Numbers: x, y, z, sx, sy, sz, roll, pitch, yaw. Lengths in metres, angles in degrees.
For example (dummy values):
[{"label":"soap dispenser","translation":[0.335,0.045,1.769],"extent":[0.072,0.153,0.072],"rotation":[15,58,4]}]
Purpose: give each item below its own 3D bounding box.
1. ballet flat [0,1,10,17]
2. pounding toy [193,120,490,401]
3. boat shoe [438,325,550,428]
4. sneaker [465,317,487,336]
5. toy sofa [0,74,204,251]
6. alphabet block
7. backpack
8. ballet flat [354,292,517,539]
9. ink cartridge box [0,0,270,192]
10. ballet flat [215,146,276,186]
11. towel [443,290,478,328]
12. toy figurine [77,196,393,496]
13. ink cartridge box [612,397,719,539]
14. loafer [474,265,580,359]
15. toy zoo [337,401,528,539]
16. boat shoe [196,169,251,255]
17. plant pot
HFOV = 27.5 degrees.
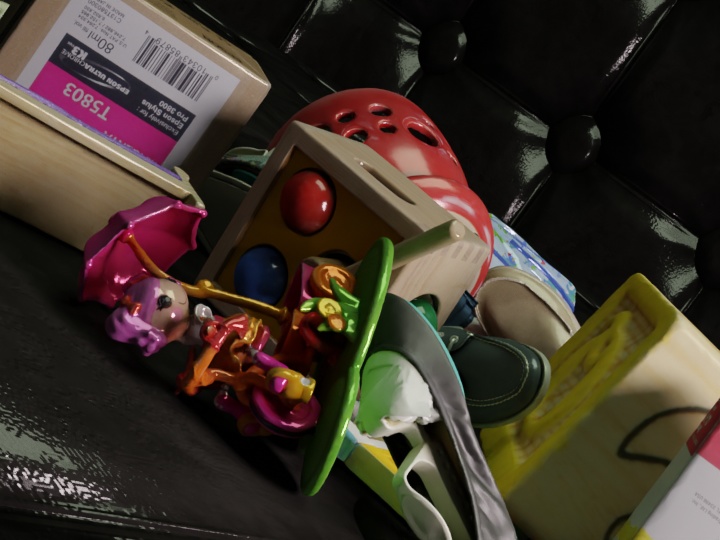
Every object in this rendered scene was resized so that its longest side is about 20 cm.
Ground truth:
[{"label":"ballet flat","translation":[-0.301,-0.188,1.362],"extent":[0.200,0.070,0.069],"rotation":[27,13,-46]},{"label":"pounding toy","translation":[-0.006,-0.004,1.108],"extent":[0.200,0.185,0.142],"rotation":[41,17,30]},{"label":"boat shoe","translation":[0.064,0.079,1.174],"extent":[0.062,0.073,0.199],"rotation":[25,-13,-38]},{"label":"sneaker","translation":[0.061,0.060,1.467],"extent":[0.088,0.076,0.200],"rotation":[9,22,-32]},{"label":"toy sofa","translation":[-0.215,-0.073,1.024],"extent":[0.199,0.083,0.098],"rotation":[29,12,-36]},{"label":"alphabet block","translation":[0.228,0.149,1.121],"extent":[0.200,0.195,0.196],"rotation":[42,6,-6]},{"label":"backpack","translation":[0.142,0.030,1.618],"extent":[0.200,0.163,0.154],"rotation":[48,48,3]},{"label":"ballet flat","translation":[0.041,0.108,0.939],"extent":[0.068,0.068,0.201],"rotation":[-13,74,-51]},{"label":"ink cartridge box","translation":[-0.199,-0.144,1.178],"extent":[0.199,0.165,0.075],"rotation":[31,12,-27]},{"label":"ballet flat","translation":[-0.098,-0.085,1.347],"extent":[0.199,0.071,0.069],"rotation":[12,-43,43]},{"label":"towel","translation":[0.000,0.000,1.265],"extent":[0.200,0.112,0.049],"rotation":[46,9,-19]},{"label":"toy figurine","translation":[-0.093,0.033,0.928],"extent":[0.183,0.151,0.201],"rotation":[21,36,-8]},{"label":"ink cartridge box","translation":[0.238,0.201,0.955],"extent":[0.145,0.200,0.083],"rotation":[37,6,6]},{"label":"loafer","translation":[0.177,0.077,1.382],"extent":[0.200,0.076,0.068],"rotation":[48,18,10]},{"label":"toy zoo","translation":[0.036,0.141,1.062],"extent":[0.131,0.021,0.200],"rotation":[42,11,33]},{"label":"boat shoe","translation":[-0.130,-0.059,1.303],"extent":[0.199,0.073,0.063],"rotation":[32,12,1]},{"label":"plant pot","translation":[0.015,-0.044,1.400],"extent":[0.200,0.201,0.183],"rotation":[29,21,-36]}]
